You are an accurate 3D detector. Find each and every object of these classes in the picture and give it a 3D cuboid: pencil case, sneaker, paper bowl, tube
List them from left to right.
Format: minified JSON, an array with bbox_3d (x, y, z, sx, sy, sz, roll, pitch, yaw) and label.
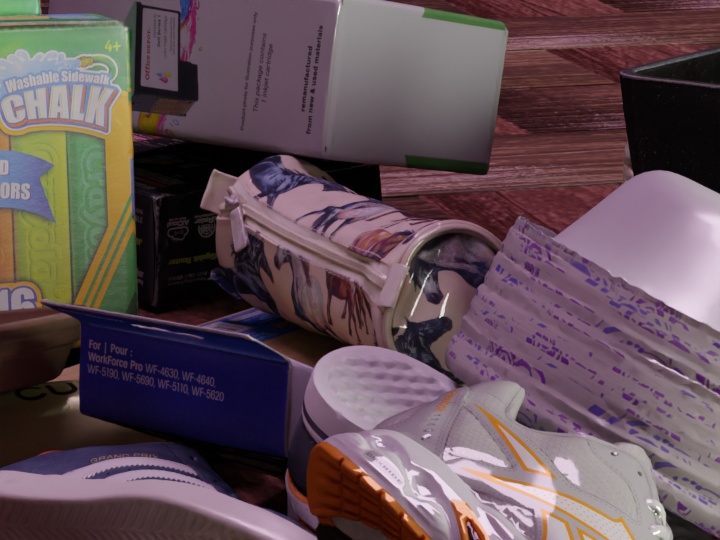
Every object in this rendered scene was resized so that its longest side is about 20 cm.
[{"bbox_3d":[-0.131,0.066,1.212,0.199,0.052,0.058,-10,40,-29],"label":"tube"},{"bbox_3d":[-0.059,0.096,1.050,0.199,0.075,0.084,11,22,39],"label":"sneaker"},{"bbox_3d":[0.000,0.000,1.368,0.089,0.078,0.200,14,5,-29],"label":"pencil case"},{"bbox_3d":[0.057,0.108,1.022,0.200,0.080,0.078,34,34,27],"label":"sneaker"},{"bbox_3d":[0.076,0.096,0.922,0.092,0.076,0.200,-31,53,-29],"label":"sneaker"},{"bbox_3d":[0.138,0.037,1.064,0.200,0.105,0.201,28,4,-2],"label":"paper bowl"}]

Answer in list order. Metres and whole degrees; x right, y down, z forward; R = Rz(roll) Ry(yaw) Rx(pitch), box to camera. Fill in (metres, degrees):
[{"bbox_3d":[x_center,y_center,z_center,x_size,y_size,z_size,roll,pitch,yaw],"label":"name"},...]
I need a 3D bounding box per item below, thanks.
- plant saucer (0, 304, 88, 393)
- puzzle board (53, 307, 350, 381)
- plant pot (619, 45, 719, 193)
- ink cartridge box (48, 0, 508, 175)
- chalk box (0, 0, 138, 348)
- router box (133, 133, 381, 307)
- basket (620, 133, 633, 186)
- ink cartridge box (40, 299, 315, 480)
[{"bbox_3d":[-0.204,0.040,1.168,0.199,0.030,0.200,-7,1,0],"label":"plant saucer"},{"bbox_3d":[-0.038,0.049,1.374,0.150,0.017,0.200,8,15,35],"label":"puzzle board"},{"bbox_3d":[0.239,0.001,1.227,0.199,0.178,0.200,11,18,38],"label":"plant pot"},{"bbox_3d":[-0.048,-0.104,1.540,0.199,0.084,0.145,10,4,37],"label":"ink cartridge box"},{"bbox_3d":[-0.181,-0.066,1.429,0.124,0.201,0.124,-5,7,-18],"label":"chalk box"},{"bbox_3d":[-0.105,-0.037,1.630,0.149,0.062,0.200,-9,16,-36],"label":"router box"},{"bbox_3d":[0.237,-0.031,1.470,0.199,0.124,0.135,-5,15,-23],"label":"basket"},{"bbox_3d":[-0.034,0.056,1.135,0.099,0.039,0.200,9,-10,33],"label":"ink cartridge box"}]
